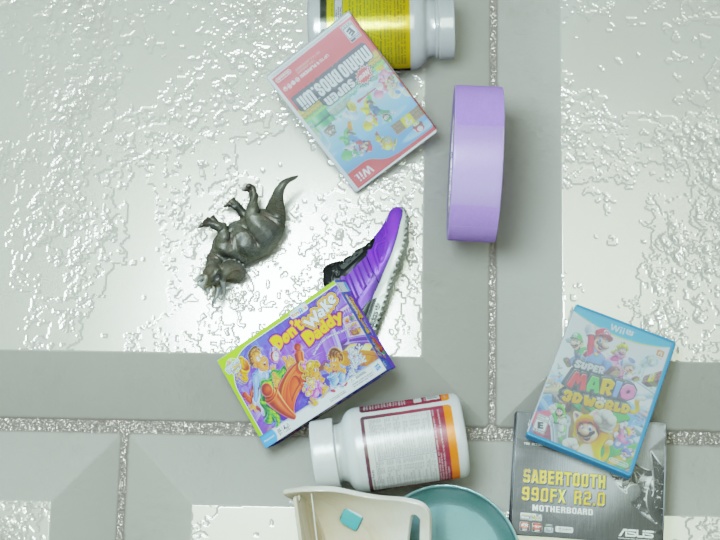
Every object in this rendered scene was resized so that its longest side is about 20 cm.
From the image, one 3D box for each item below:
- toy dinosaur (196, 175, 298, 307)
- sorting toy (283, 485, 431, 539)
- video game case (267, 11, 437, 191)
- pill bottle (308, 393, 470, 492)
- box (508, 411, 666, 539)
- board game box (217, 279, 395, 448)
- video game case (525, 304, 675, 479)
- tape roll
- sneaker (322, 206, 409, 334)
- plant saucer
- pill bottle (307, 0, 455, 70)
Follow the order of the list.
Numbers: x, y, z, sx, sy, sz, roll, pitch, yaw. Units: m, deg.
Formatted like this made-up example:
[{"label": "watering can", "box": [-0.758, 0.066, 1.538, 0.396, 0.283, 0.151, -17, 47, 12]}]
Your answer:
[{"label": "toy dinosaur", "box": [-0.154, -0.050, 1.716, 0.200, 0.077, 0.103, -40, 93, -10]}, {"label": "sorting toy", "box": [0.012, 0.363, 1.585, 0.178, 0.107, 0.202, -12, 80, 22]}, {"label": "video game case", "box": [-0.011, -0.224, 1.697, 0.142, 0.017, 0.200, -35, 107, 13]}, {"label": "pill bottle", "box": [0.037, 0.226, 1.633, 0.197, 0.110, 0.111, -9, 80, 1]}, {"label": "box", "box": [0.295, 0.271, 1.648, 0.197, 0.048, 0.160, 5, 81, 3]}, {"label": "board game box", "box": [-0.072, 0.123, 1.656, 0.199, 0.045, 0.135, -34, 80, 16]}, {"label": "video game case", "box": [0.314, 0.155, 1.646, 0.142, 0.018, 0.201, 20, 64, 12]}, {"label": "tape roll", "box": [0.148, -0.139, 1.645, 0.065, 0.200, 0.203, 3, 80, 2]}, {"label": "sneaker", "box": [0.000, 0.000, 1.693, 0.098, 0.070, 0.202, 18, 81, 7]}, {"label": "plant saucer", "box": [0.112, 0.378, 1.631, 0.197, 0.036, 0.203, -2, 81, 11]}, {"label": "pill bottle", "box": [0.029, -0.329, 1.726, 0.197, 0.112, 0.114, -1, 80, 2]}]
